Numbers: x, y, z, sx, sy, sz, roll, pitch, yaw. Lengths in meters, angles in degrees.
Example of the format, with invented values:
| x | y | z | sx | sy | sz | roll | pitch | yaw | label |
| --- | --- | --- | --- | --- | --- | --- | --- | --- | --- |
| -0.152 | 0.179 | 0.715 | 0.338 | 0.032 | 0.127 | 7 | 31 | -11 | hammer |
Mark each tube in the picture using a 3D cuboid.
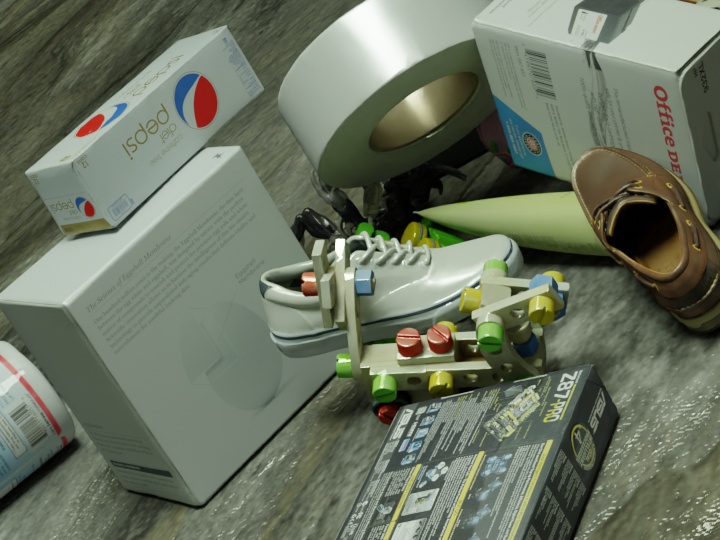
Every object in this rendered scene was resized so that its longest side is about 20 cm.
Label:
| x | y | z | sx | sy | sz | roll | pitch | yaw | label |
| --- | --- | --- | --- | --- | --- | --- | --- | --- | --- |
| 0.135 | -0.040 | 1.664 | 0.199 | 0.058 | 0.052 | 2 | 43 | 49 | tube |

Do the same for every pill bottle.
| x | y | z | sx | sy | sz | roll | pitch | yaw | label |
| --- | --- | --- | --- | --- | --- | --- | --- | --- | --- |
| -0.349 | 0.160 | 1.800 | 0.200 | 0.109 | 0.109 | -39 | 25 | -19 | pill bottle |

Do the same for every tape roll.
| x | y | z | sx | sy | sz | roll | pitch | yaw | label |
| --- | --- | --- | --- | --- | --- | --- | --- | --- | --- |
| 0.034 | -0.153 | 1.716 | 0.202 | 0.071 | 0.203 | -29 | -18 | -11 | tape roll |

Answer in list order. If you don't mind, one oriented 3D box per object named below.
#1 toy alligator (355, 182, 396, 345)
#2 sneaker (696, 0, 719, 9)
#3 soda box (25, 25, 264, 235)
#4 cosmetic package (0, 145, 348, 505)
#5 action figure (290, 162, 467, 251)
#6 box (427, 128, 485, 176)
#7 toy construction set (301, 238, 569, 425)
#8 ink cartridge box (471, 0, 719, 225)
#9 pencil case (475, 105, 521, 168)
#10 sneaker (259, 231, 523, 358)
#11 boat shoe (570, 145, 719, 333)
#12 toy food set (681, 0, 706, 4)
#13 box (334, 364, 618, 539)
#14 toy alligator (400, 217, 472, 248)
| x | y | z | sx | sy | sz | roll | pitch | yaw | label |
| --- | --- | --- | --- | --- | --- | --- | --- | --- | --- |
| 0.000 | 0.000 | 1.676 | 0.201 | 0.054 | 0.059 | -101 | 26 | -45 | toy alligator |
| 0.344 | -0.214 | 1.764 | 0.199 | 0.071 | 0.093 | -19 | 15 | 26 | sneaker |
| -0.168 | -0.111 | 1.671 | 0.068 | 0.064 | 0.200 | -8 | 29 | 47 | soda box |
| -0.141 | 0.040 | 1.670 | 0.199 | 0.201 | 0.123 | -43 | 26 | -27 | cosmetic package |
| -0.011 | -0.060 | 1.837 | 0.199 | 0.102 | 0.119 | -30 | 12 | 7 | action figure |
| 0.086 | -0.182 | 1.974 | 0.163 | 0.086 | 0.200 | -30 | 24 | 4 | box |
| 0.051 | 0.043 | 1.490 | 0.199 | 0.131 | 0.092 | 9 | 52 | 20 | toy construction set |
| 0.198 | -0.134 | 1.612 | 0.199 | 0.146 | 0.084 | 21 | 53 | 41 | ink cartridge box |
| 0.194 | -0.141 | 1.773 | 0.199 | 0.088 | 0.088 | -13 | 29 | 38 | pencil case |
| 0.019 | 0.007 | 1.563 | 0.199 | 0.071 | 0.073 | -18 | 31 | 9 | sneaker |
| 0.201 | -0.036 | 1.503 | 0.072 | 0.067 | 0.200 | -47 | 38 | 11 | boat shoe |
| 0.312 | -0.285 | 1.936 | 0.143 | 0.061 | 0.200 | -36 | 23 | -10 | toy food set |
| 0.068 | 0.151 | 1.389 | 0.161 | 0.049 | 0.200 | -18 | 27 | 33 | box |
| 0.070 | 0.009 | 1.665 | 0.200 | 0.059 | 0.055 | -124 | 53 | -67 | toy alligator |
